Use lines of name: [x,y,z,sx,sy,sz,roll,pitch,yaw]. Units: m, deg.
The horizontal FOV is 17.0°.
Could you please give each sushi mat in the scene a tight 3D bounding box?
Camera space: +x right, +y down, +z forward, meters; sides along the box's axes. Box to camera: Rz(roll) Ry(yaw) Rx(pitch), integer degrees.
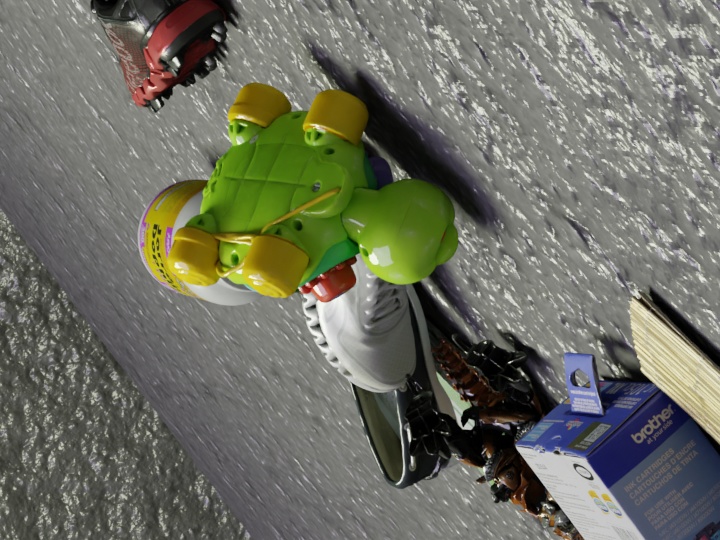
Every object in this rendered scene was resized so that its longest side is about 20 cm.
sushi mat: [0.225,0.096,1.374,0.200,0.012,0.096,45,168,27]

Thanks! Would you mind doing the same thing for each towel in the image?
towel: [0.069,0.104,1.929,0.149,0.031,0.200,43,166,35]

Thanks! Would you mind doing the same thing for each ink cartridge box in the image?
ink cartridge box: [0.182,0.143,1.522,0.200,0.076,0.136,51,167,-9]

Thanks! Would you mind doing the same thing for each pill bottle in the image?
pill bottle: [-0.120,-0.025,2.060,0.104,0.104,0.200,54,167,-13]

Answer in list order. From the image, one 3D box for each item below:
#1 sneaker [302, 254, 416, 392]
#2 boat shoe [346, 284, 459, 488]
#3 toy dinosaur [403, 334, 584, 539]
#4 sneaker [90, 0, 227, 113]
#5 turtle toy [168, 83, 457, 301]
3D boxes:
sneaker: [0.000,0.000,1.725,0.081,0.075,0.200,8,124,51]
boat shoe: [0.016,0.067,1.829,0.076,0.060,0.200,-23,91,57]
toy dinosaur: [0.098,0.119,1.739,0.200,0.102,0.136,24,167,45]
sneaker: [-0.155,-0.181,1.803,0.098,0.071,0.200,50,166,3]
turtle toy: [-0.026,-0.038,1.595,0.200,0.146,0.101,9,160,44]
